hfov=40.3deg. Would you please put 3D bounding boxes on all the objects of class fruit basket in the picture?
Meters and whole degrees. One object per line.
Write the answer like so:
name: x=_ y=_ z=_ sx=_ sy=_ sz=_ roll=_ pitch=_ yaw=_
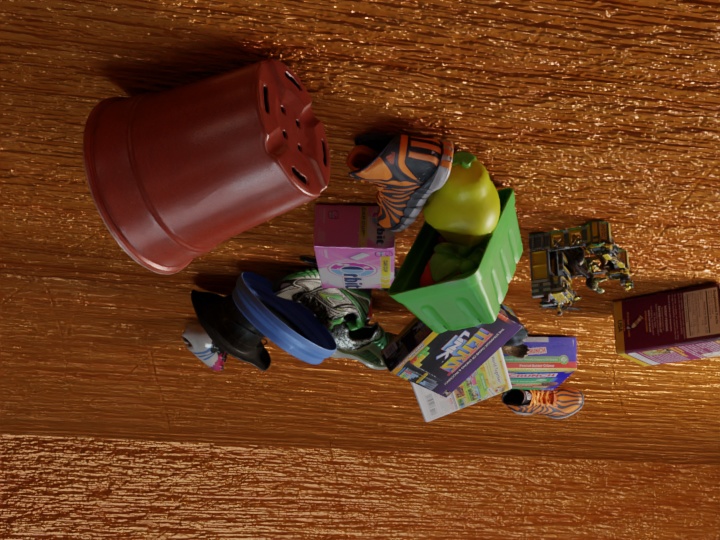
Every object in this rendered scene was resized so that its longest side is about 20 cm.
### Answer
fruit basket: x=0.121 y=-0.051 z=1.260 sx=0.155 sy=0.217 sz=0.215 roll=-14 pitch=156 yaw=34

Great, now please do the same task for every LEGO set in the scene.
LEGO set: x=0.336 y=0.014 z=1.490 sx=0.153 sy=0.116 sz=0.200 roll=-6 pitch=160 yaw=17

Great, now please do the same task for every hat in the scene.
hat: x=-0.203 y=0.076 z=1.687 sx=0.081 sy=0.201 sz=0.200 roll=-47 pitch=145 yaw=11

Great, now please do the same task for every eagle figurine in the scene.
eagle figurine: x=0.224 y=0.149 z=1.925 sx=0.199 sy=0.151 sz=0.152 roll=-31 pitch=-158 yaw=1

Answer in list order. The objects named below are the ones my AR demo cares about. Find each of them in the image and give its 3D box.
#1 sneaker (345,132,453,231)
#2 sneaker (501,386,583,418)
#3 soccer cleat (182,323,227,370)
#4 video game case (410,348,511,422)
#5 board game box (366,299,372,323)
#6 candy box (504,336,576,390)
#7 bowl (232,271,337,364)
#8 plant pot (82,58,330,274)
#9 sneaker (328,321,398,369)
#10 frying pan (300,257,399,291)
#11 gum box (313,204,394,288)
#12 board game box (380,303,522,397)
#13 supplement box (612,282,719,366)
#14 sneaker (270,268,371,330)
sneaker: x=0.030 y=-0.117 z=1.208 sx=0.112 sy=0.078 sz=0.200 roll=13 pitch=153 yaw=-13
sneaker: x=0.443 y=0.322 z=2.423 sx=0.199 sy=0.078 sz=0.112 roll=-10 pitch=160 yaw=27
soccer cleat: x=-0.315 y=0.148 z=1.996 sx=0.086 sy=0.070 sz=0.200 roll=16 pitch=159 yaw=4
video game case: x=0.181 y=0.184 z=1.843 sx=0.181 sy=0.023 sz=0.200 roll=-21 pitch=128 yaw=-1
board game box: x=-0.089 y=0.085 z=1.825 sx=0.199 sy=0.041 sz=0.153 roll=4 pitch=161 yaw=-10
candy box: x=0.355 y=0.199 z=2.092 sx=0.168 sy=0.077 sz=0.200 roll=2 pitch=160 yaw=-3
bowl: x=-0.127 y=0.080 z=1.608 sx=0.039 sy=0.201 sz=0.200 roll=-51 pitch=144 yaw=8
plant pot: x=-0.149 y=-0.119 z=1.032 sx=0.195 sy=0.202 sz=0.201 roll=-17 pitch=156 yaw=22
sneaker: x=0.022 y=0.128 z=1.785 sx=0.199 sy=0.077 sz=0.089 roll=10 pitch=150 yaw=-34
frying pan: x=0.004 y=0.005 z=1.608 sx=0.189 sy=0.031 sz=0.115 roll=13 pitch=166 yaw=14
gum box: x=-0.006 y=-0.029 z=1.449 sx=0.113 sy=0.066 sz=0.200 roll=1 pitch=161 yaw=2
board game box: x=0.160 y=0.122 z=1.726 sx=0.165 sy=0.057 sz=0.200 roll=28 pitch=114 yaw=-40
supplement box: x=0.573 y=0.101 z=1.761 sx=0.199 sy=0.104 sz=0.131 roll=-13 pitch=157 yaw=36
sneaker: x=-0.061 y=0.049 z=1.654 sx=0.199 sy=0.086 sz=0.078 roll=16 pitch=156 yaw=-34
